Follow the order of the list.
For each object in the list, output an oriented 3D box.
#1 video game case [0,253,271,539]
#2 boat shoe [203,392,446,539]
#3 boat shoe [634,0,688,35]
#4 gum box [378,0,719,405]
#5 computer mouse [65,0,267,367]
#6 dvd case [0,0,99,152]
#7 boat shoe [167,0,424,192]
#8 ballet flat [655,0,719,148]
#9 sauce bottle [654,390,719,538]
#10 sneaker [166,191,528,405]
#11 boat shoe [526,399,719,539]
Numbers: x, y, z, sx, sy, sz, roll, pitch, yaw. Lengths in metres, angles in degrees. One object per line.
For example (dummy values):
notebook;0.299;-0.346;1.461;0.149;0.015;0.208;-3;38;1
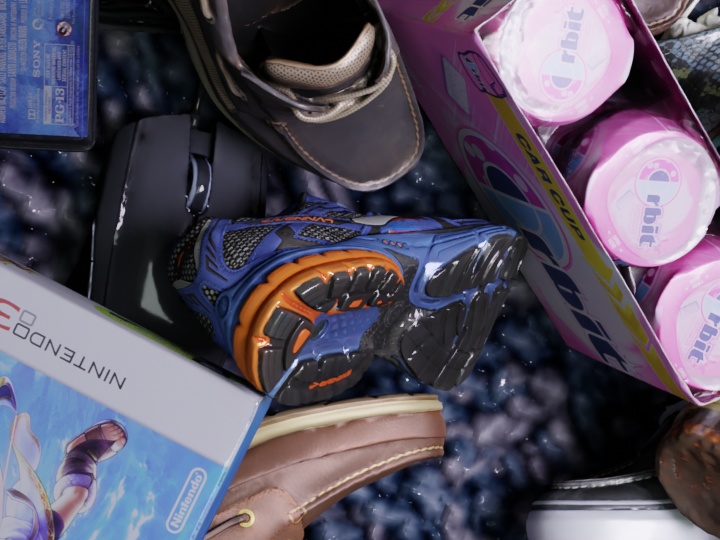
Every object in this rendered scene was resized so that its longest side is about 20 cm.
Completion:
video game case;-0.157;0.095;0.856;0.180;0.045;0.201;26;91;4
boat shoe;-0.055;0.101;0.921;0.199;0.072;0.068;-18;83;-13
boat shoe;0.091;-0.186;0.918;0.070;0.070;0.201;-29;107;-22
gum box;0.094;-0.042;0.938;0.066;0.113;0.201;-38;114;-11
computer mouse;-0.095;-0.026;0.897;0.140;0.046;0.201;18;94;-27
dvd case;-0.191;-0.117;0.808;0.198;0.018;0.144;3;107;-2
boat shoe;-0.026;-0.084;0.840;0.074;0.073;0.200;-39;138;2
ballet flat;0.197;-0.127;0.993;0.200;0.074;0.075;-36;113;-16
sauce bottle;0.206;0.033;0.992;0.200;0.066;0.066;-44;117;-33
sneaker;0.000;0.000;0.905;0.200;0.078;0.076;2;119;-58
boat shoe;0.160;0.086;1.029;0.199;0.072;0.072;-7;89;-26
